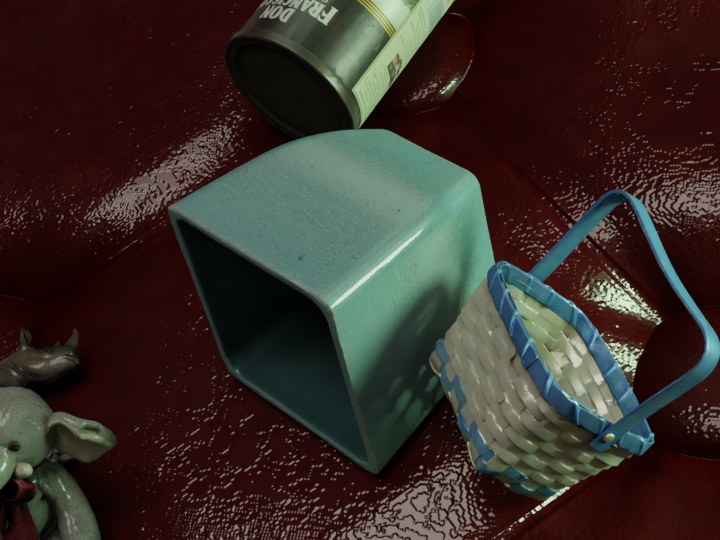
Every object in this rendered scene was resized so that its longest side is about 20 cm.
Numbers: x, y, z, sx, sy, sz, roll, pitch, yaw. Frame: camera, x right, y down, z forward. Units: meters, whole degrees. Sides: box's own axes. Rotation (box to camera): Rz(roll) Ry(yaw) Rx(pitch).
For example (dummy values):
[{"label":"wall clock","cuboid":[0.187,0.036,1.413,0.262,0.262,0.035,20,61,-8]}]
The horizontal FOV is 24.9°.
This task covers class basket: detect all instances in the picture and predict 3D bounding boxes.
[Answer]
[{"label":"basket","cuboid":[0.159,0.057,1.211,0.200,0.138,0.177,-45,41,26]}]

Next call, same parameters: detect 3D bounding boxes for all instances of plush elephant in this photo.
[{"label":"plush elephant","cuboid":[-0.284,0.165,1.307,0.163,0.156,0.201,11,50,11]}]

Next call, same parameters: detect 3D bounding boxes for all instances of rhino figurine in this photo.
[{"label":"rhino figurine","cuboid":[-0.320,0.121,1.435,0.087,0.060,0.200,22,61,40]}]

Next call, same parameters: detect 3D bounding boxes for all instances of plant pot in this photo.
[{"label":"plant pot","cuboid":[0.000,0.000,1.317,0.200,0.197,0.196,-39,47,-24]}]

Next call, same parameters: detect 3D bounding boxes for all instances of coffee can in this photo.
[{"label":"coffee can","cuboid":[-0.014,-0.236,1.537,0.146,0.147,0.201,19,61,34]}]
